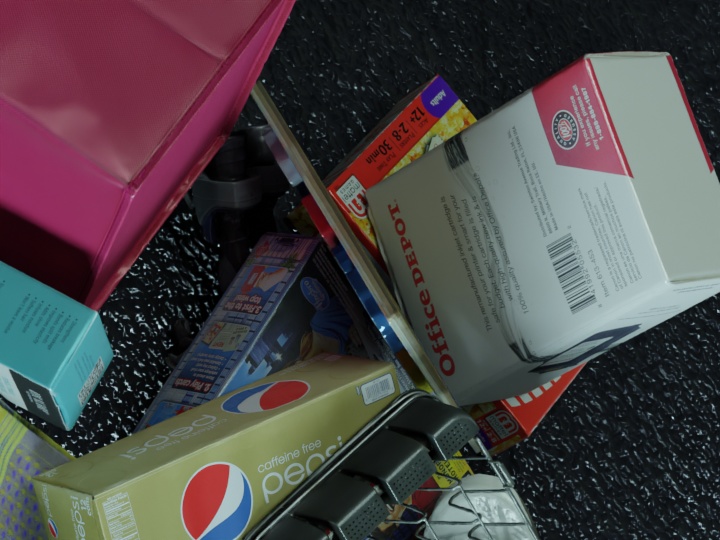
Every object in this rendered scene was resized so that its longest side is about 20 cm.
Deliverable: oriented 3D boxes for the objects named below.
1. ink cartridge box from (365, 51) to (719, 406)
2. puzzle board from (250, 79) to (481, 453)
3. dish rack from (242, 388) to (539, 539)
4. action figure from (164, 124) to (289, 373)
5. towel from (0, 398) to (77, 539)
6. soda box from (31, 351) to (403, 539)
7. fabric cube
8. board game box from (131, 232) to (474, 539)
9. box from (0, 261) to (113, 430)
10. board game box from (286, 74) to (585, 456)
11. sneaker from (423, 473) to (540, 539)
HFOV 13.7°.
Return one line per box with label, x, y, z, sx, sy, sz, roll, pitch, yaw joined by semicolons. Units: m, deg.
ink cartridge box;0.113;-0.022;1.775;0.084;0.200;0.145;-6;72;-45
puzzle board;0.000;0.000;1.701;0.200;0.017;0.151;60;1;39
dish rack;0.042;0.183;1.603;0.153;0.055;0.200;-41;112;-25
action figure;-0.059;0.016;1.764;0.130;0.069;0.200;-10;89;-51
towel;-0.201;0.162;1.535;0.144;0.023;0.200;48;49;-43
soda box;-0.071;0.108;1.596;0.200;0.068;0.064;-22;107;-32
fabric cube;-0.172;-0.113;1.588;0.199;0.196;0.200;33;55;2
board game box;-0.053;0.118;1.689;0.200;0.062;0.200;-44;116;-24
box;-0.227;0.008;1.541;0.200;0.082;0.049;27;75;9
board game box;0.064;-0.004;1.897;0.200;0.046;0.152;50;45;-8
sneaker;0.077;0.178;1.745;0.082;0.077;0.200;-77;164;-45
